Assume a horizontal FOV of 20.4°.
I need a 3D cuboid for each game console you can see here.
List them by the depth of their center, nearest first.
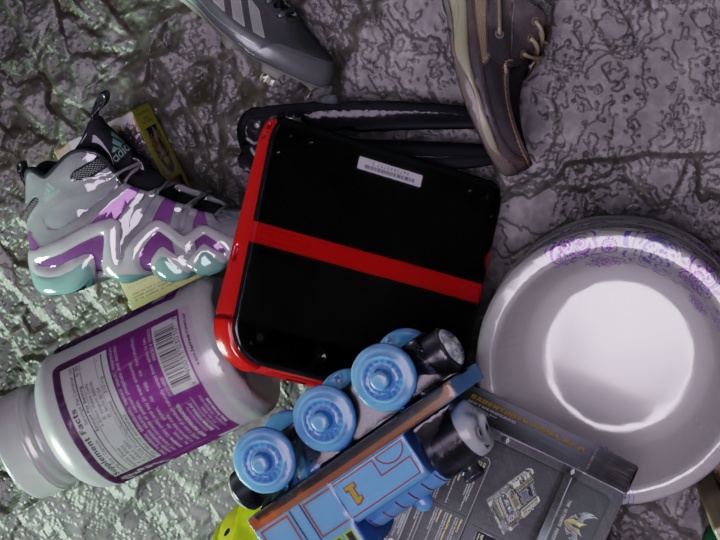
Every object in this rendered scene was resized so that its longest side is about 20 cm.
[{"bbox_3d":[0.000,0.000,1.429,0.199,0.031,0.179,15,83,-27],"label":"game console"}]

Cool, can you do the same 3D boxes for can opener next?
[{"bbox_3d":[0.006,-0.100,1.471,0.198,0.079,0.064,-5,98,3],"label":"can opener"}]

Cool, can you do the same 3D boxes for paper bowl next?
[{"bbox_3d":[0.187,0.059,1.448,0.199,0.104,0.203,2,103,10],"label":"paper bowl"}]

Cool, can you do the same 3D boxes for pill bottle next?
[{"bbox_3d":[-0.168,0.092,1.473,0.199,0.112,0.113,-25,97,17],"label":"pill bottle"}]

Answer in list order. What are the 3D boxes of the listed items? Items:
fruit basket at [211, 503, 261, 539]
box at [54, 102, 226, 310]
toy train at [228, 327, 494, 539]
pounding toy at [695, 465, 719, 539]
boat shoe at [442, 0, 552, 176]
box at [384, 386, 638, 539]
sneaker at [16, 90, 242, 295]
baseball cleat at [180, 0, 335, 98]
[{"bbox_3d":[-0.077,0.243,1.492,0.154,0.216,0.217,-15,99,14],"label":"fruit basket"},{"bbox_3d":[-0.153,-0.021,1.528,0.075,0.050,0.201,-25,97,16],"label":"box"},{"bbox_3d":[0.003,0.124,1.365,0.199,0.087,0.115,-35,87,19],"label":"toy train"},{"bbox_3d":[0.322,0.196,1.425,0.199,0.184,0.143,-28,95,7],"label":"pounding toy"},{"bbox_3d":[0.099,-0.169,1.420,0.073,0.074,0.202,-14,89,7],"label":"boat shoe"},{"bbox_3d":[0.088,0.196,1.432,0.157,0.048,0.201,24,114,10],"label":"box"},{"bbox_3d":[-0.160,-0.063,1.453,0.198,0.078,0.141,-9,101,11],"label":"sneaker"},{"bbox_3d":[-0.087,-0.218,1.459,0.199,0.070,0.107,35,107,1],"label":"baseball cleat"}]
